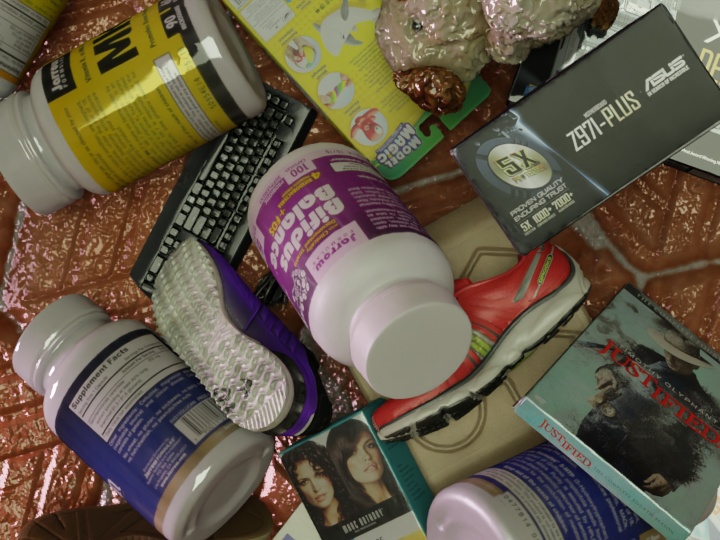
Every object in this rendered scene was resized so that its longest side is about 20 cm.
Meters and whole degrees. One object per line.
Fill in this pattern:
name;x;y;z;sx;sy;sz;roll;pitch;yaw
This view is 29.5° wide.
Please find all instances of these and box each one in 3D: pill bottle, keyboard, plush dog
pill bottle;-0.295;-0.214;1.082;0.109;0.109;0.201;31;91;4
pill bottle;0.000;0.000;1.001;0.112;0.112;0.200;-39;43;2
pill bottle;0.159;0.180;0.998;0.199;0.120;0.120;-20;87;-29
pill bottle;-0.184;-0.129;1.067;0.199;0.114;0.115;-28;87;7
keyboard;-0.093;-0.047;1.109;0.127;0.021;0.201;28;91;4
plush dog;0.089;-0.203;1.013;0.171;0.160;0.201;-22;56;20
pill bottle;-0.172;0.108;1.055;0.200;0.111;0.111;38;91;20

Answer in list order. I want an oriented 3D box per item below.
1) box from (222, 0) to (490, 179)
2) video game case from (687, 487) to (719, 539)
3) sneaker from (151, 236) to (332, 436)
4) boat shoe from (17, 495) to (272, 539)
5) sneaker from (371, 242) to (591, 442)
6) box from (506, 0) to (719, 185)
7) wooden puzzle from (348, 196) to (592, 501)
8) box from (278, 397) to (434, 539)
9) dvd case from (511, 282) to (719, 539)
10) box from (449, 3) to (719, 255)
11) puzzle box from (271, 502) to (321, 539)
box;0.000;-0.177;1.092;0.117;0.048;0.200;-41;84;1
video game case;0.258;0.292;1.073;0.200;0.023;0.182;-39;86;3
sneaker;-0.086;0.059;1.056;0.070;0.099;0.200;-49;51;15
boat shoe;-0.168;0.220;1.090;0.199;0.071;0.065;-5;123;-4
sneaker;0.080;0.051;1.032;0.200;0.077;0.085;-40;76;-9
box;0.234;-0.170;1.073;0.199;0.050;0.158;21;91;5
wooden puzzle;0.087;0.060;1.083;0.185;0.046;0.201;-29;82;3
box;0.022;0.206;1.043;0.082;0.049;0.201;-29;87;20
dvd case;0.212;0.097;1.001;0.146;0.200;0.022;40;127;11
box;0.156;-0.098;0.953;0.163;0.200;0.086;-34;91;11
puzzle box;0.004;0.277;1.090;0.200;0.025;0.133;39;92;4
